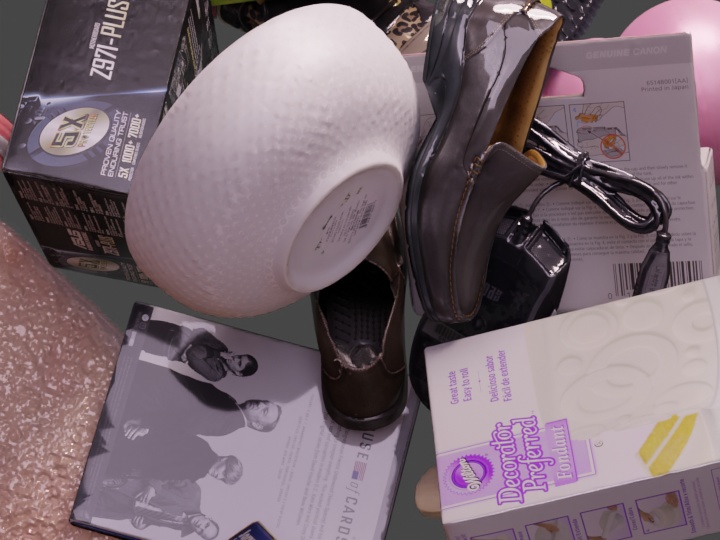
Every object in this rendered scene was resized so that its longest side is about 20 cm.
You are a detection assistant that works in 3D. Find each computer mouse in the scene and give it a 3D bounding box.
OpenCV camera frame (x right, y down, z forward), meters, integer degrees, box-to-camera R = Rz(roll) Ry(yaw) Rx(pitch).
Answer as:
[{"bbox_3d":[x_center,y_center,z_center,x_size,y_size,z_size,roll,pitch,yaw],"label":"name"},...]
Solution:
[{"bbox_3d":[0.117,0.014,1.135,0.140,0.046,0.202,25,108,21],"label":"computer mouse"}]

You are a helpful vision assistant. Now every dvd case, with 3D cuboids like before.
[{"bbox_3d":[-0.072,0.117,1.187,0.198,0.025,0.152,15,74,2],"label":"dvd case"}]

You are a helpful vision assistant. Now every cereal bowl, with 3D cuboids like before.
[{"bbox_3d":[-0.036,-0.049,1.068,0.200,0.201,0.083,-42,63,-12],"label":"cereal bowl"}]

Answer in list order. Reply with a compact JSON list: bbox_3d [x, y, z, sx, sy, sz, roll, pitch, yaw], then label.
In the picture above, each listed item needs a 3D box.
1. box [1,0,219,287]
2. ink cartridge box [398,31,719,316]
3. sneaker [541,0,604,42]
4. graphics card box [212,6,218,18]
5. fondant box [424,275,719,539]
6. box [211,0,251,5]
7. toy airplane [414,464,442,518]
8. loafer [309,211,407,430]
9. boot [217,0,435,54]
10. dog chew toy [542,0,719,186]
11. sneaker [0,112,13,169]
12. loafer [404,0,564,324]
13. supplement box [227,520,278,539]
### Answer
[{"bbox_3d":[-0.150,-0.098,1.153,0.085,0.200,0.165,11,75,2],"label":"box"},{"bbox_3d":[0.121,-0.062,1.156,0.198,0.045,0.178,-2,110,18],"label":"ink cartridge box"},{"bbox_3d":[0.117,-0.178,1.226,0.066,0.078,0.200,47,54,-7],"label":"sneaker"},{"bbox_3d":[-0.140,-0.286,1.284,0.124,0.051,0.202,11,73,2],"label":"graphics card box"},{"bbox_3d":[0.142,0.088,1.047,0.198,0.059,0.145,-15,39,9],"label":"fondant box"},{"bbox_3d":[-0.036,-0.240,1.183,0.198,0.048,0.123,-3,70,24],"label":"box"},{"bbox_3d":[0.160,0.129,1.149,0.199,0.142,0.199,-41,43,-22],"label":"toy airplane"},{"bbox_3d":[0.000,0.000,1.185,0.072,0.072,0.202,-8,60,-4],"label":"loafer"},{"bbox_3d":[-0.040,-0.138,1.211,0.200,0.073,0.150,-40,61,-19],"label":"boot"},{"bbox_3d":[0.171,-0.103,1.212,0.198,0.125,0.126,-16,75,7],"label":"dog chew toy"},{"bbox_3d":[-0.331,-0.084,1.209,0.198,0.074,0.088,13,76,2],"label":"sneaker"},{"bbox_3d":[0.073,-0.064,1.080,0.072,0.073,0.202,10,102,25],"label":"loafer"},{"bbox_3d":[-0.104,0.257,1.087,0.199,0.109,0.109,-35,101,-10],"label":"supplement box"}]
